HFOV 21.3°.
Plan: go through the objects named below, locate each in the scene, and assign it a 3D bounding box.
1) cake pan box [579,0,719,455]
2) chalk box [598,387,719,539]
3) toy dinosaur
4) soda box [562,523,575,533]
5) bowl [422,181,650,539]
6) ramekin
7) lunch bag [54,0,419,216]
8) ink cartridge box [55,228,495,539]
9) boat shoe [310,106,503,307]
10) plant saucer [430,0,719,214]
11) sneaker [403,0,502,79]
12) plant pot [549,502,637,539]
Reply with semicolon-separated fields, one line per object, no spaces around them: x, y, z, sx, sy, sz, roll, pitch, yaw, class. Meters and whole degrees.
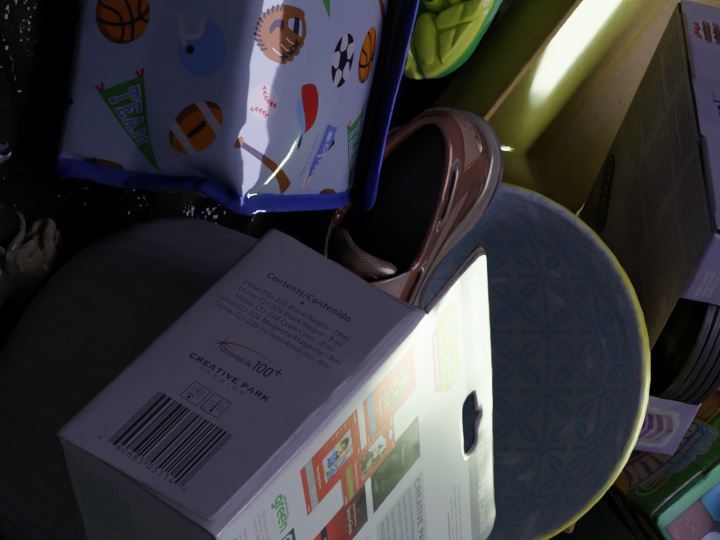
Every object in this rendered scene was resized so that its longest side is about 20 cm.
0.180;-0.022;1.093;0.201;0.052;0.185;-89;-169;-45;cake pan box
0.223;0.133;1.196;0.124;0.200;0.125;-39;121;-8;chalk box
-0.188;-0.010;0.794;0.199;0.047;0.089;-17;123;-47;toy dinosaur
0.123;0.064;1.191;0.201;0.067;0.064;-62;146;-41;soda box
0.073;0.055;1.067;0.108;0.199;0.202;11;94;-70;bowl
-0.085;0.070;0.886;0.200;0.105;0.201;-41;146;-36;ramekin
-0.038;-0.116;0.899;0.200;0.123;0.171;-5;107;-69;lunch bag
-0.024;0.092;0.805;0.176;0.084;0.201;-44;148;-31;ink cartridge box
0.000;0.000;1.003;0.201;0.075;0.072;-63;160;6;boat shoe
0.126;-0.121;1.120;0.200;0.048;0.200;-51;155;17;plant saucer
0.080;-0.189;1.067;0.084;0.074;0.201;40;70;-48;sneaker
0.147;0.256;1.252;0.134;0.200;0.201;-40;137;-6;plant pot
